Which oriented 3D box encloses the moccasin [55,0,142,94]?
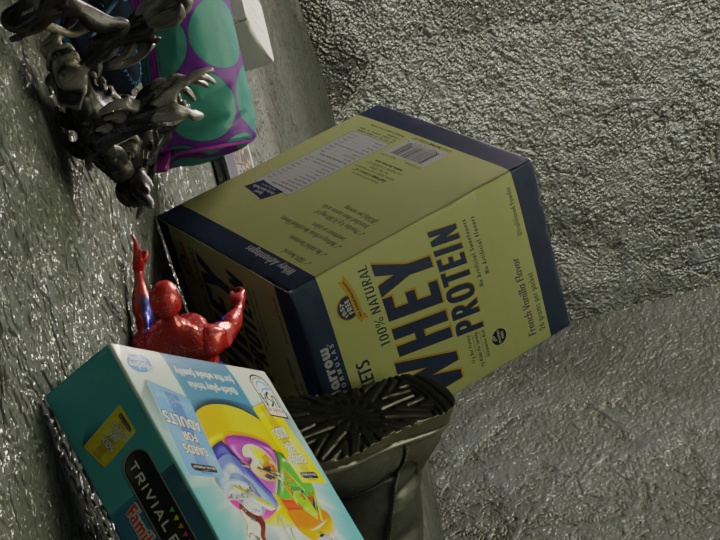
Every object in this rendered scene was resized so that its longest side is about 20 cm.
[{"bbox_3d":[-0.163,-0.197,1.064,0.081,0.068,0.200,-99,174,-54],"label":"moccasin"}]

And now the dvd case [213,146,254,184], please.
[{"bbox_3d":[-0.111,-0.063,1.699,0.200,0.016,0.149,-38,113,-86],"label":"dvd case"}]

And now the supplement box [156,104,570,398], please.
[{"bbox_3d":[0.000,0.000,1.231,0.200,0.200,0.135,27,-41,54],"label":"supplement box"}]

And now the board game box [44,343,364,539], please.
[{"bbox_3d":[-0.051,0.134,0.851,0.200,0.047,0.151,57,17,21],"label":"board game box"}]

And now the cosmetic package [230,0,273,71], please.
[{"bbox_3d":[-0.144,-0.279,1.543,0.113,0.081,0.201,54,22,-74],"label":"cosmetic package"}]

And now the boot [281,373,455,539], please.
[{"bbox_3d":[-0.019,0.175,1.128,0.073,0.181,0.200,44,-50,43],"label":"boot"}]

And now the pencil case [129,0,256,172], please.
[{"bbox_3d":[-0.135,-0.175,1.266,0.092,0.085,0.201,-18,96,-48],"label":"pencil case"}]

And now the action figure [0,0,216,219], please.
[{"bbox_3d":[-0.133,-0.114,0.979,0.200,0.102,0.119,68,-3,-53],"label":"action figure"}]

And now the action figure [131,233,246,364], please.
[{"bbox_3d":[-0.099,0.048,1.114,0.200,0.065,0.099,72,14,-56],"label":"action figure"}]
